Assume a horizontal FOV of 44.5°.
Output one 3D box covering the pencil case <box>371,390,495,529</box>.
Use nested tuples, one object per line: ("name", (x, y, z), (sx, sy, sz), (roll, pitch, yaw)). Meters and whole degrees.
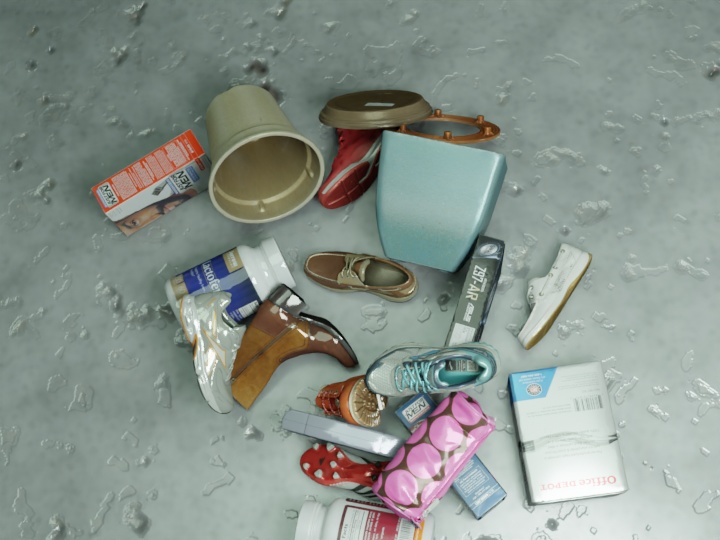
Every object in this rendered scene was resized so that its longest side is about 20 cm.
("pencil case", (0.112, 0.270, 1.269), (0.200, 0.091, 0.094), (-52, 38, -8))

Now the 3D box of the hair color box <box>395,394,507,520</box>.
("hair color box", (0.140, 0.286, 1.358), (0.061, 0.100, 0.200), (-38, 72, -6))

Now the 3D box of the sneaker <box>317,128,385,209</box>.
("sneaker", (-0.024, -0.203, 1.571), (0.200, 0.078, 0.116), (-43, 59, -15))

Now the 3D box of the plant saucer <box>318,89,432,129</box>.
("plant saucer", (0.026, -0.284, 1.532), (0.200, 0.200, 0.030), (-1, 114, 6))

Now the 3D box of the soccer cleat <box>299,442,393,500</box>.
("soccer cleat", (-0.005, 0.323, 1.381), (0.200, 0.085, 0.069), (3, 51, 30))

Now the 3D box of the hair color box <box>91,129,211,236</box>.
("hair color box", (-0.358, -0.153, 1.557), (0.200, 0.111, 0.064), (-31, 71, -4))

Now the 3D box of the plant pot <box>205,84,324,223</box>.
("plant pot", (-0.184, -0.217, 1.525), (0.200, 0.201, 0.184), (-22, 52, -2))

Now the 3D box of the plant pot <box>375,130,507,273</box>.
("plant pot", (0.123, -0.103, 1.450), (0.196, 0.196, 0.200), (13, 92, 10))

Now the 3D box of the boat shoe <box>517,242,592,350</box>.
("boat shoe", (0.304, 0.040, 1.445), (0.069, 0.071, 0.200), (31, 69, 16))

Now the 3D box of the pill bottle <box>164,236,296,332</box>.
("pill bottle", (-0.216, 0.027, 1.478), (0.200, 0.116, 0.116), (-26, 70, -4))

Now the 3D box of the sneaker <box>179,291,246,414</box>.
("sneaker", (-0.219, 0.127, 1.389), (0.092, 0.076, 0.200), (-14, 97, -2))

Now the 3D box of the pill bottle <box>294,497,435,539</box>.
("pill bottle", (0.007, 0.406, 1.325), (0.200, 0.113, 0.113), (8, 72, 9))

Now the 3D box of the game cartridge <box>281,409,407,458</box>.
("game cartridge", (-0.017, 0.258, 1.368), (0.200, 0.133, 0.042), (13, 74, 10))

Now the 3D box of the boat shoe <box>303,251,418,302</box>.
("boat shoe", (0.000, 0.000, 1.486), (0.200, 0.072, 0.076), (9, 72, 9))

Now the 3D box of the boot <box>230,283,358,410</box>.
("boot", (-0.127, 0.153, 1.446), (0.188, 0.068, 0.200), (41, 91, -16))

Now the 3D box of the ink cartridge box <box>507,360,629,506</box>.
("ink cartridge box", (0.316, 0.254, 1.359), (0.145, 0.084, 0.200), (-8, 70, 3))

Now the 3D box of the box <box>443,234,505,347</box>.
("box", (0.179, 0.063, 1.399), (0.043, 0.160, 0.200), (16, 73, 11))

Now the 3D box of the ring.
("ring", (0.141, -0.250, 1.510), (0.200, 0.200, 0.019), (5, 112, 8))

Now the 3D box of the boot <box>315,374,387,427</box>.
("boot", (-0.022, 0.205, 1.359), (0.107, 0.200, 0.075), (-11, 88, 8))

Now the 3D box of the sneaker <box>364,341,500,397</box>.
("sneaker", (0.099, 0.142, 1.264), (0.200, 0.086, 0.078), (-12, 92, 12))
